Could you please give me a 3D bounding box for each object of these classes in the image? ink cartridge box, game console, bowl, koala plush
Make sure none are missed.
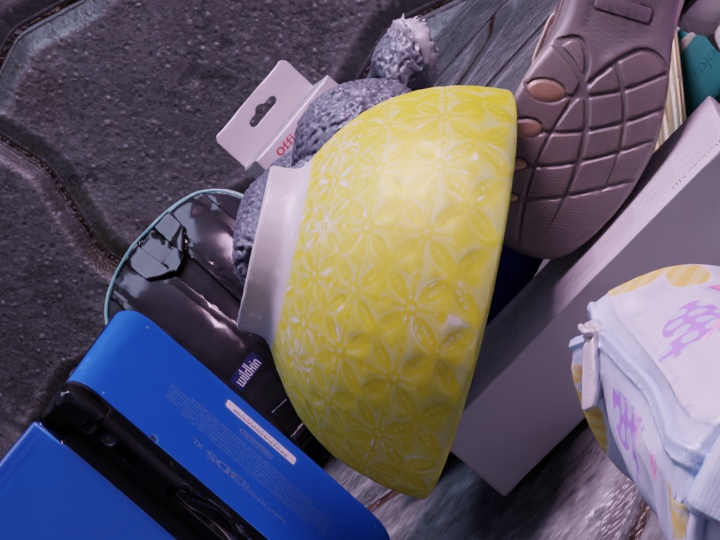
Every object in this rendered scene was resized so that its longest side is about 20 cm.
[{"bbox_3d":[-0.031,-0.107,1.741,0.115,0.200,0.068,-50,8,-11],"label":"ink cartridge box"},{"bbox_3d":[-0.099,0.147,0.903,0.118,0.200,0.171,-45,8,21],"label":"game console"},{"bbox_3d":[0.000,0.000,0.849,0.200,0.106,0.203,-167,90,-86],"label":"bowl"},{"bbox_3d":[0.001,-0.049,1.132,0.178,0.182,0.201,-55,-16,-27],"label":"koala plush"}]

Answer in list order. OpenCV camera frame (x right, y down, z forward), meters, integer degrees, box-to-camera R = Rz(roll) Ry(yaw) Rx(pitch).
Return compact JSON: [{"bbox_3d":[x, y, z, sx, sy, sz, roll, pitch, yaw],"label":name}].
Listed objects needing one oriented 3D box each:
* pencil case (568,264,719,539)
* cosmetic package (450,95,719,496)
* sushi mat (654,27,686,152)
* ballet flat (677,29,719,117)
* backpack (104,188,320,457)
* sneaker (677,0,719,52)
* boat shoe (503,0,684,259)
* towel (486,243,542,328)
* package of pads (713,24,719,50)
[{"bbox_3d":[0.119,0.052,0.540,0.083,0.091,0.200,-48,9,6],"label":"pencil case"},{"bbox_3d":[0.121,0.013,0.858,0.200,0.051,0.083,-47,8,18],"label":"cosmetic package"},{"bbox_3d":[0.146,-0.081,0.983,0.096,0.012,0.202,-40,39,44],"label":"sushi mat"},{"bbox_3d":[0.181,-0.090,1.026,0.064,0.076,0.200,-12,-17,-44],"label":"ballet flat"},{"bbox_3d":[-0.088,0.045,1.335,0.176,0.199,0.153,-51,-8,-2],"label":"backpack"},{"bbox_3d":[0.250,-0.173,0.871,0.200,0.092,0.076,-45,15,23],"label":"sneaker"},{"bbox_3d":[0.121,-0.099,0.878,0.073,0.074,0.202,36,-104,-84],"label":"boat shoe"},{"bbox_3d":[0.062,0.005,0.996,0.148,0.049,0.201,-67,0,-53],"label":"towel"},{"bbox_3d":[0.230,-0.110,0.752,0.155,0.068,0.200,-46,13,22],"label":"package of pads"}]
